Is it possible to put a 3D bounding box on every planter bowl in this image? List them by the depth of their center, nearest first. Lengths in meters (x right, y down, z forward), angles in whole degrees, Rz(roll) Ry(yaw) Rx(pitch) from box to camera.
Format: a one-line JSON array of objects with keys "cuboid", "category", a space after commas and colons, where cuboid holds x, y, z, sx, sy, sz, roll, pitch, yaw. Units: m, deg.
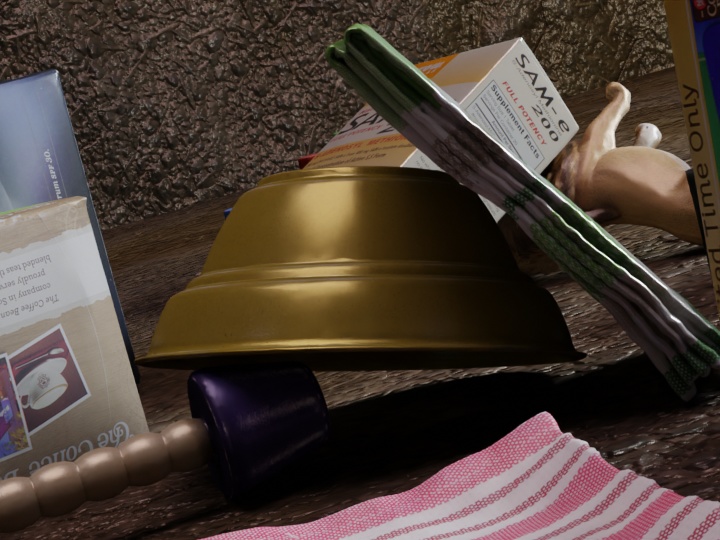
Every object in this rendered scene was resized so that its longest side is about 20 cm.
[{"cuboid": [0.000, 0.000, 0.852, 0.199, 0.084, 0.200, 0, -5, 0], "category": "planter bowl"}]

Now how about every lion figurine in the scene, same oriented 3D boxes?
[{"cuboid": [0.175, -0.048, 1.149, 0.199, 0.073, 0.123, 2, 50, 47], "category": "lion figurine"}]

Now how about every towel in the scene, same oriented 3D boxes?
[{"cuboid": [0.025, 0.087, 0.555, 0.146, 0.030, 0.200, -17, 7, -11], "category": "towel"}, {"cuboid": [0.066, -0.029, 0.805, 0.031, 0.200, 0.149, -49, 2, 5], "category": "towel"}]

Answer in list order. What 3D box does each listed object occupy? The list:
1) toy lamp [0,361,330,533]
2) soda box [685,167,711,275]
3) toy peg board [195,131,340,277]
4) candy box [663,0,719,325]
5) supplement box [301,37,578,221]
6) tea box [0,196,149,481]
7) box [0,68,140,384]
[{"cuboid": [-0.109, 0.083, 0.772, 0.199, 0.059, 0.058, -16, 7, -15], "category": "toy lamp"}, {"cuboid": [0.263, -0.050, 1.019, 0.199, 0.064, 0.071, -20, 8, -40], "category": "soda box"}, {"cuboid": [-0.013, -0.059, 1.554, 0.198, 0.098, 0.200, -19, 7, -34], "category": "toy peg board"}, {"cuboid": [0.189, -0.030, 0.555, 0.077, 0.170, 0.200, -15, 5, -33], "category": "candy box"}, {"cuboid": [0.021, -0.046, 1.157, 0.200, 0.074, 0.126, -48, 23, -29], "category": "supplement box"}, {"cuboid": [-0.243, 0.060, 0.917, 0.196, 0.134, 0.199, -7, 10, 46], "category": "tea box"}, {"cuboid": [-0.261, 0.005, 1.137, 0.198, 0.201, 0.123, -21, 9, -37], "category": "box"}]
